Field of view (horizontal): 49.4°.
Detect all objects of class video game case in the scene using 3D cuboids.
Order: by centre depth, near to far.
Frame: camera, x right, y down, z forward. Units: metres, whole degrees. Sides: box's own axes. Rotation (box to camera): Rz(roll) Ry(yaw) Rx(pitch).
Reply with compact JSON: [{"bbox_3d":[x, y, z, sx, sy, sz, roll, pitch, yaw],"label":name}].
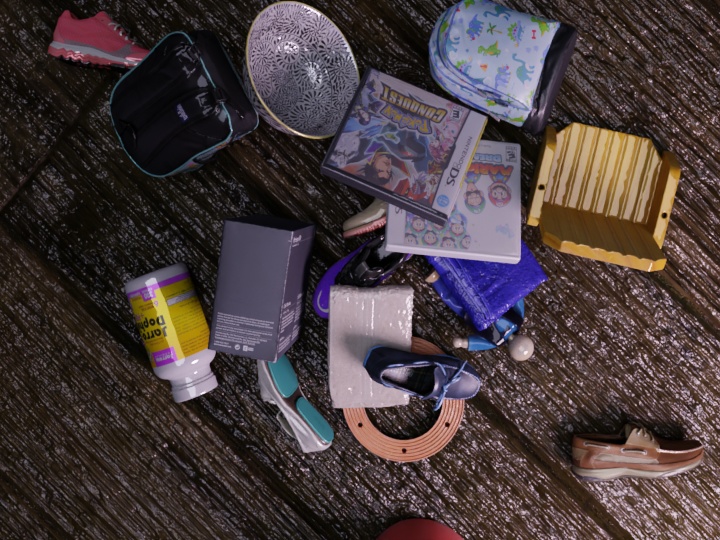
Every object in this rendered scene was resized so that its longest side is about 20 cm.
[{"bbox_3d":[0.065,-0.183,1.133,0.196,0.026,0.184,23,72,3],"label":"video game case"},{"bbox_3d":[0.137,-0.109,1.139,0.195,0.024,0.186,5,71,-4],"label":"video game case"}]

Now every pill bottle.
[{"bbox_3d":[-0.291,0.098,1.230,0.102,0.104,0.204,-19,94,7],"label":"pill bottle"}]

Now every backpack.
[{"bbox_3d":[0.194,-0.308,1.130,0.197,0.153,0.166,23,94,16],"label":"backpack"},{"bbox_3d":[-0.264,-0.239,1.162,0.198,0.153,0.178,-29,96,21],"label":"backpack"}]

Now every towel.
[{"bbox_3d":[0.176,-0.031,1.167,0.147,0.050,0.202,-35,88,-17],"label":"towel"},{"bbox_3d":[0.015,0.116,1.191,0.129,0.035,0.205,0,111,-6],"label":"towel"}]

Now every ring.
[{"bbox_3d":[0.068,0.204,1.248,0.195,0.019,0.206,0,95,5],"label":"ring"}]

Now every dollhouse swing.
[{"bbox_3d":[0.350,-0.111,1.108,0.195,0.176,0.186,13,97,5],"label":"dollhouse swing"}]

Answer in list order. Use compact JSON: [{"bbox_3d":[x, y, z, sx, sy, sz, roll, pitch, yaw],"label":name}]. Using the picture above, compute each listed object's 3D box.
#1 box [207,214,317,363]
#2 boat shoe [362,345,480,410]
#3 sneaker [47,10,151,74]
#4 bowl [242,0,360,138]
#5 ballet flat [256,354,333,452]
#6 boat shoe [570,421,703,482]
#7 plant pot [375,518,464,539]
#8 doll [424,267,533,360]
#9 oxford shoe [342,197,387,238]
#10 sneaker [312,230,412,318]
[{"bbox_3d":[-0.140,0.018,1.159,0.102,0.200,0.187,10,96,5],"label":"box"},{"bbox_3d":[0.097,0.169,1.168,0.196,0.069,0.086,8,107,-22],"label":"boat shoe"},{"bbox_3d":[-0.386,-0.355,1.209,0.195,0.074,0.089,11,93,3],"label":"sneaker"},{"bbox_3d":[-0.105,-0.282,1.160,0.093,0.199,0.205,-14,97,50],"label":"bowl"},{"bbox_3d":[-0.120,0.208,1.250,0.069,0.069,0.202,-33,93,8],"label":"ballet flat"},{"bbox_3d":[0.418,0.273,1.193,0.195,0.076,0.076,-8,92,6],"label":"boat shoe"},{"bbox_3d":[0.091,0.513,1.198,0.195,0.177,0.206,1,96,6],"label":"plant pot"},{"bbox_3d":[0.187,0.063,1.205,0.200,0.048,0.137,43,86,0],"label":"doll"},{"bbox_3d":[0.050,-0.117,1.195,0.197,0.071,0.075,-31,88,-3],"label":"oxford shoe"},{"bbox_3d":[0.000,-0.001,1.191,0.199,0.100,0.070,-40,89,8],"label":"sneaker"}]
